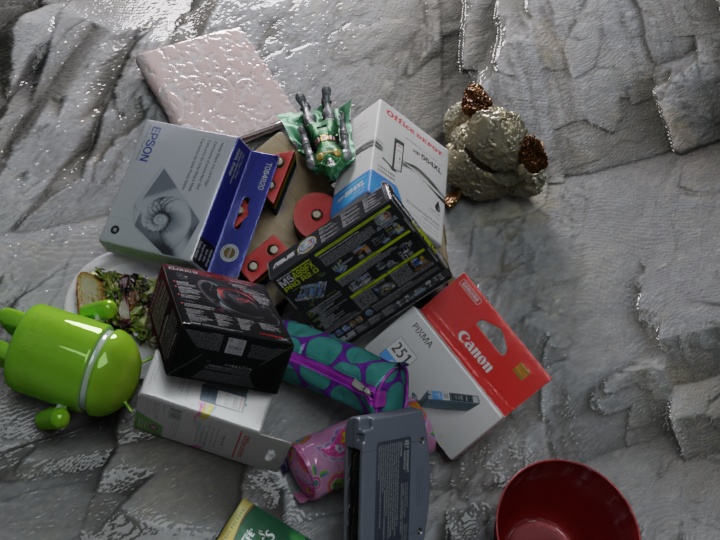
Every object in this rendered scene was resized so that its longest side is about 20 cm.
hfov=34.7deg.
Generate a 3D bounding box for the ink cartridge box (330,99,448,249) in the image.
[{"bbox_3d":[0.045,-0.125,1.645,0.146,0.084,0.201,34,42,-27],"label":"ink cartridge box"}]

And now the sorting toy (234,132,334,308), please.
[{"bbox_3d":[-0.127,-0.076,1.633,0.199,0.070,0.200,-40,76,-10],"label":"sorting toy"}]

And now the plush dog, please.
[{"bbox_3d":[0.195,-0.186,1.768,0.200,0.172,0.160,42,58,9],"label":"plush dog"}]

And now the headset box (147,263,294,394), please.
[{"bbox_3d":[-0.184,0.068,1.476,0.148,0.075,0.200,13,20,-24],"label":"headset box"}]

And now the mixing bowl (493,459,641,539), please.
[{"bbox_3d":[0.252,0.359,1.501,0.199,0.109,0.201,8,59,-13],"label":"mixing bowl"}]

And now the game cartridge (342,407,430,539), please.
[{"bbox_3d":[0.034,0.276,1.450,0.133,0.041,0.201,-2,94,-51],"label":"game cartridge"}]

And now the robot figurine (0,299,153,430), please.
[{"bbox_3d":[-0.367,0.113,1.455,0.199,0.116,0.176,18,67,3],"label":"robot figurine"}]

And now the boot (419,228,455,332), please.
[{"bbox_3d":[0.050,0.012,1.685,0.165,0.072,0.201,-3,60,-6],"label":"boot"}]

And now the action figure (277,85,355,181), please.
[{"bbox_3d":[-0.052,-0.191,1.639,0.118,0.055,0.200,-17,41,0],"label":"action figure"}]

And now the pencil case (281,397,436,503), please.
[{"bbox_3d":[-0.001,0.236,1.519,0.199,0.088,0.088,-19,67,-24],"label":"pencil case"}]

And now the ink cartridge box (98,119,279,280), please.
[{"bbox_3d":[-0.235,-0.100,1.588,0.199,0.041,0.200,12,69,13],"label":"ink cartridge box"}]

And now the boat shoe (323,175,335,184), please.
[{"bbox_3d":[-0.091,-0.132,1.720,0.199,0.063,0.073,-27,79,-8],"label":"boat shoe"}]

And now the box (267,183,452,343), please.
[{"bbox_3d":[0.000,0.000,1.563,0.160,0.200,0.044,50,13,-30],"label":"box"}]

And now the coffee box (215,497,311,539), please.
[{"bbox_3d":[-0.096,0.385,1.422,0.200,0.044,0.123,32,57,4],"label":"coffee box"}]

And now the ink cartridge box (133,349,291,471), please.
[{"bbox_3d":[-0.182,0.183,1.474,0.199,0.117,0.068,20,58,-4],"label":"ink cartridge box"}]

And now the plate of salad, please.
[{"bbox_3d":[-0.299,0.051,1.560,0.199,0.048,0.201,7,58,-12],"label":"plate of salad"}]

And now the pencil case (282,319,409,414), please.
[{"bbox_3d":[-0.032,0.132,1.525,0.199,0.092,0.086,19,93,29],"label":"pencil case"}]

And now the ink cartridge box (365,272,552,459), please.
[{"bbox_3d":[0.134,0.128,1.591,0.176,0.045,0.200,-40,74,5],"label":"ink cartridge box"}]

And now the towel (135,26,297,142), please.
[{"bbox_3d":[-0.223,-0.278,1.787,0.190,0.032,0.200,-23,69,-27],"label":"towel"}]
